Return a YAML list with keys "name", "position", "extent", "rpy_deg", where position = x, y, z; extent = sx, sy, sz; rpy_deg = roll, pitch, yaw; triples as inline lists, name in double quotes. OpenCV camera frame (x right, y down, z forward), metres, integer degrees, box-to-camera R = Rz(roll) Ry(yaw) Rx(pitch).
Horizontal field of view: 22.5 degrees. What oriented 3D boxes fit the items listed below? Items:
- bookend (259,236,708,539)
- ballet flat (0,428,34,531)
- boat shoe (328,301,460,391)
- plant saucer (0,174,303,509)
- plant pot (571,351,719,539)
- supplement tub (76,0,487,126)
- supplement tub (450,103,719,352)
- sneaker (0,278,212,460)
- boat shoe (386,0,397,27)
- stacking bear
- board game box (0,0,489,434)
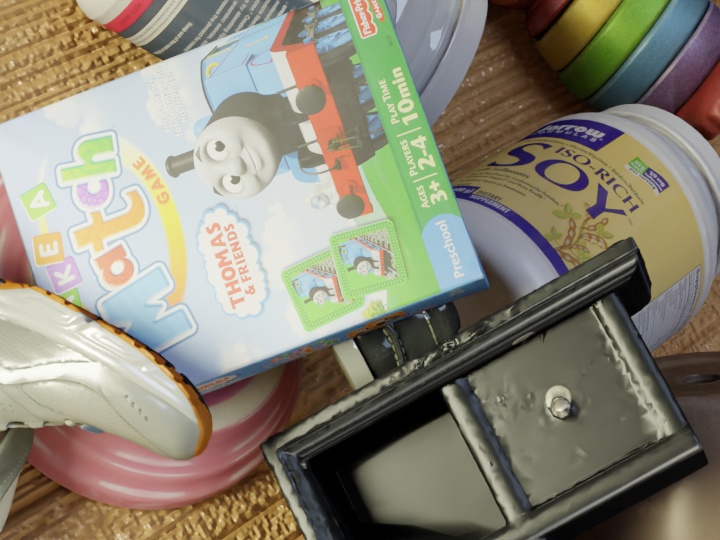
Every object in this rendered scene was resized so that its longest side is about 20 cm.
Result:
- name: "bookend"
  position: [0.089, 0.126, 0.839]
  extent: [0.201, 0.198, 0.092]
  rpy_deg: [63, 7, 15]
- name: "ballet flat"
  position: [-0.194, 0.114, 0.817]
  extent: [0.201, 0.067, 0.064]
  rpy_deg: [-62, 142, -35]
- name: "boat shoe"
  position: [0.000, 0.000, 0.942]
  extent: [0.067, 0.200, 0.072]
  rpy_deg: [-32, 116, 1]
- name: "plant saucer"
  position: [-0.109, 0.019, 0.925]
  extent: [0.199, 0.051, 0.202]
  rpy_deg: [15, 61, -29]
- name: "plant pot"
  position: [0.182, 0.139, 0.947]
  extent: [0.199, 0.199, 0.177]
  rpy_deg: [-14, 101, -39]
- name: "supplement tub"
  position: [-0.044, -0.158, 0.996]
  extent: [0.199, 0.140, 0.141]
  rpy_deg: [30, 54, -21]
- name: "supplement tub"
  position: [0.113, -0.004, 1.033]
  extent: [0.199, 0.145, 0.146]
  rpy_deg: [-32, 89, -41]
- name: "sneaker"
  position: [-0.161, 0.048, 0.789]
  extent: [0.199, 0.076, 0.093]
  rpy_deg: [25, 84, 9]
- name: "boat shoe"
  position: [-0.044, -0.063, 0.895]
  extent: [0.070, 0.072, 0.202]
  rpy_deg: [26, 80, -16]
- name: "stacking bear"
  position: [0.153, -0.167, 1.170]
  extent: [0.199, 0.121, 0.114]
  rpy_deg: [38, 53, -5]
- name: "board game box"
  position: [-0.058, -0.029, 0.846]
  extent: [0.198, 0.037, 0.153]
  rpy_deg: [-21, 80, 4]
